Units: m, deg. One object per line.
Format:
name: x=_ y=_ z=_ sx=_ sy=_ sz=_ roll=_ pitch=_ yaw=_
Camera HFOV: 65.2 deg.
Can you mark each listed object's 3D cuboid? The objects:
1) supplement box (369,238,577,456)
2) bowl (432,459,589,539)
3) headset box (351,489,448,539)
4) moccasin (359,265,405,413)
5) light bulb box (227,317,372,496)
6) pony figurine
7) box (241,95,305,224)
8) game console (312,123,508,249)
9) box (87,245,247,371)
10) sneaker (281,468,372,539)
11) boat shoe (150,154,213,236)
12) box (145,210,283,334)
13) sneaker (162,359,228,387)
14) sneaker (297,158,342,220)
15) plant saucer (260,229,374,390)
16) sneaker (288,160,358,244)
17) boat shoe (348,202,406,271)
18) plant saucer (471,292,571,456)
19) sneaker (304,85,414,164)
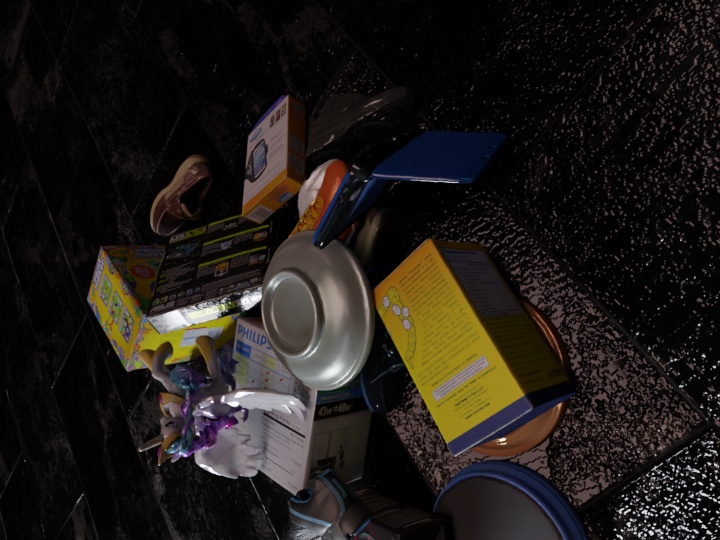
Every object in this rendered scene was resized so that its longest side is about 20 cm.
supplement box: x=0.117 y=0.077 z=0.613 sx=0.110 sy=0.109 sz=0.200 roll=-44 pitch=61 yaw=32
bowl: x=0.166 y=0.327 z=0.654 sx=0.200 sy=0.039 sz=0.201 roll=-1 pitch=89 yaw=42
headset box: x=0.028 y=0.380 z=0.728 sx=0.200 sy=0.075 sz=0.149 roll=-12 pitch=81 yaw=58
moccasin: x=0.037 y=0.095 z=0.737 sx=0.068 sy=0.080 sz=0.200 roll=1 pitch=104 yaw=22
light bulb box: x=-0.091 y=0.187 z=0.830 sx=0.198 sy=0.125 sz=0.200 roll=15 pitch=99 yaw=42
pony figurine: x=-0.195 y=0.176 z=0.736 sx=0.167 sy=0.193 sz=0.200 roll=-58 pitch=35 yaw=22
box: x=-0.137 y=-0.186 z=0.901 sx=0.119 sy=0.041 sz=0.200 roll=-32 pitch=46 yaw=37
game console: x=0.061 y=-0.095 z=0.648 sx=0.118 sy=0.200 sz=0.171 roll=35 pitch=124 yaw=6
box: x=-0.344 y=0.057 z=1.004 sx=0.193 sy=0.200 sz=0.122 roll=43 pitch=120 yaw=33
sneaker: x=-0.062 y=0.321 z=0.719 sx=0.082 sy=0.073 sz=0.200 roll=52 pitch=126 yaw=16
boat shoe: x=-0.346 y=-0.131 z=1.101 sx=0.200 sy=0.072 sz=0.072 roll=-46 pitch=59 yaw=24
box: x=-0.224 y=-0.007 z=0.887 sx=0.200 sy=0.048 sz=0.193 roll=-16 pitch=40 yaw=9
sneaker: x=-0.256 y=0.180 z=0.991 sx=0.200 sy=0.104 sz=0.060 roll=-29 pitch=71 yaw=38
sneaker: x=-0.046 y=-0.063 z=0.836 sx=0.099 sy=0.078 sz=0.200 roll=32 pitch=117 yaw=28
plant saucer: x=-0.070 y=0.051 z=0.686 sx=0.200 sy=0.050 sz=0.201 roll=6 pitch=99 yaw=43
sneaker: x=-0.055 y=-0.051 z=0.753 sx=0.073 sy=0.077 sz=0.200 roll=19 pitch=95 yaw=51
boat shoe: x=-0.001 y=-0.001 z=0.793 sx=0.066 sy=0.072 sz=0.201 roll=39 pitch=112 yaw=45
plant saucer: x=0.150 y=0.122 z=0.677 sx=0.200 sy=0.032 sz=0.201 roll=-1 pitch=89 yaw=41
sneaker: x=-0.011 y=-0.223 z=0.800 sx=0.200 sy=0.076 sz=0.091 roll=-16 pitch=73 yaw=39
